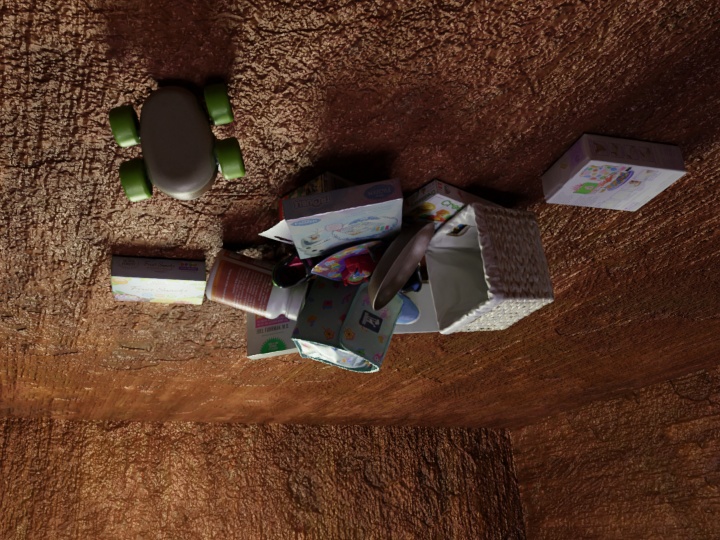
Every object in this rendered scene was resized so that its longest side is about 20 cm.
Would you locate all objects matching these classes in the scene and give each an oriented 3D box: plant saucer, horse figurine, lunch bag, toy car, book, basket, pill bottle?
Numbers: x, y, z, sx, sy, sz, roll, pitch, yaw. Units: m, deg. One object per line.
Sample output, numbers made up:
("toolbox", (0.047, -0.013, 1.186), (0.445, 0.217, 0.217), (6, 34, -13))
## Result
("plant saucer", (0.073, -0.015, 1.266), (0.034, 0.201, 0.201), (35, 161, 14))
("horse figurine", (-0.119, -0.034, 1.411), (0.197, 0.051, 0.133), (2, 150, -19))
("lunch bag", (-0.022, 0.112, 1.395), (0.197, 0.172, 0.123), (10, 149, 22))
("toy car", (-0.252, -0.162, 0.985), (0.162, 0.160, 0.200), (-14, 169, -4))
("book", (-0.191, 0.089, 1.490), (0.132, 0.203, 0.048), (-11, 157, 16))
("basket", (0.244, 0.003, 1.281), (0.159, 0.203, 0.198), (4, 156, -25))
("pill bottle", (-0.216, 0.036, 1.406), (0.197, 0.114, 0.112), (18, 155, -1))

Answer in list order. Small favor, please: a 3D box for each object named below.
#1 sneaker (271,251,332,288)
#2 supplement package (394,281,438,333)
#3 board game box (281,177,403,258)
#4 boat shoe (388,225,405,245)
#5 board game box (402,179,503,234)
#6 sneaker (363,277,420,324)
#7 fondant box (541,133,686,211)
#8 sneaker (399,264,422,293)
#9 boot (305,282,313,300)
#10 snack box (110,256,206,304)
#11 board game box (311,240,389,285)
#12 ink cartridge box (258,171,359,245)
("sneaker", (-0.088, -0.021, 1.317), (0.199, 0.077, 0.084), (-36, -168, 5))
("supplement package", (0.082, 0.088, 1.602), (0.197, 0.119, 0.117), (-2, -179, -5))
("board game box", (-0.026, -0.087, 1.171), (0.197, 0.044, 0.199), (-11, 163, -1))
("boat shoe", (0.026, -0.052, 1.380), (0.072, 0.065, 0.199), (-31, 178, -39))
("board game box", (0.174, -0.110, 1.301), (0.198, 0.035, 0.126), (14, 150, -37))
("sneaker", (0.045, 0.069, 1.500), (0.198, 0.077, 0.077), (23, 178, -5))
("fondant box", (0.447, -0.170, 1.182), (0.197, 0.059, 0.144), (2, 156, -17))
("sneaker", (0.082, 0.005, 1.450), (0.079, 0.117, 0.200), (3, 157, -13))
("boot", (-0.171, 0.078, 1.640), (0.195, 0.074, 0.162), (5, 158, -23))
("snack box", (-0.449, 0.024, 1.483), (0.197, 0.054, 0.142), (3, 154, -17))
("board game box", (0.000, 0.000, 1.299), (0.156, 0.039, 0.200), (-23, 163, 19))
("ink cartridge box", (-0.090, -0.110, 1.238), (0.199, 0.051, 0.108), (-23, 153, 39))
